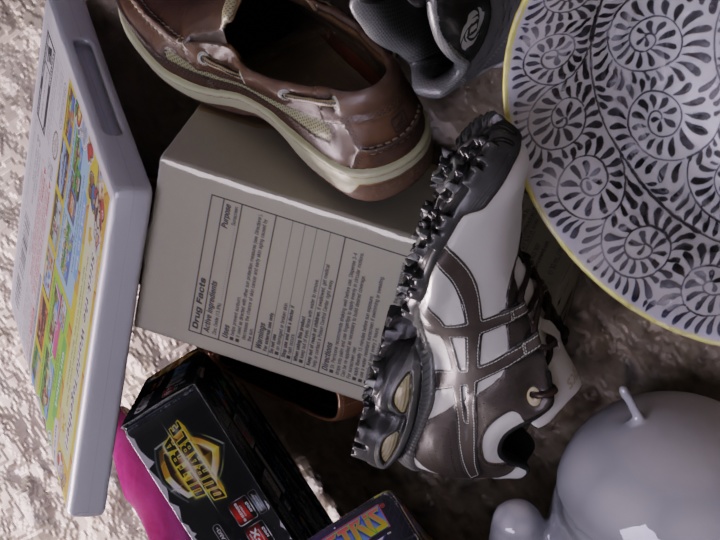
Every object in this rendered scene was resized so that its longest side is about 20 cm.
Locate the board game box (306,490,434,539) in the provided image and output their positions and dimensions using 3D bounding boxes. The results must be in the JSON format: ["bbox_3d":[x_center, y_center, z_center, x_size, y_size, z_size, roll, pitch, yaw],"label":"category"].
[{"bbox_3d":[0.057,0.213,1.383,0.166,0.057,0.200,57,-178,30],"label":"board game box"}]

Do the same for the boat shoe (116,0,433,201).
[{"bbox_3d":[-0.044,-0.113,1.353,0.202,0.075,0.075,32,154,34],"label":"boat shoe"}]

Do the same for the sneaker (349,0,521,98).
[{"bbox_3d":[0.038,-0.167,1.262,0.075,0.115,0.201,8,119,31],"label":"sneaker"}]

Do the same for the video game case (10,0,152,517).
[{"bbox_3d":[-0.144,-0.009,1.464,0.182,0.023,0.201,-114,29,-50],"label":"video game case"}]

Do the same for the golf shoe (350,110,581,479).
[{"bbox_3d":[0.060,0.015,1.284,0.094,0.078,0.200,18,134,2],"label":"golf shoe"}]

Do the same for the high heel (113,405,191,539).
[{"bbox_3d":[-0.107,0.170,1.536,0.096,0.067,0.200,-38,67,9],"label":"high heel"}]

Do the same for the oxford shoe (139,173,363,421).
[{"bbox_3d":[-0.070,0.012,1.469,0.200,0.071,0.072,29,130,22],"label":"oxford shoe"}]

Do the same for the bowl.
[{"bbox_3d":[0.170,-0.076,1.235,0.200,0.094,0.202,17,124,27],"label":"bowl"}]

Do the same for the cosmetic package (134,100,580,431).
[{"bbox_3d":[0.000,0.000,1.380,0.199,0.071,0.106,19,124,8],"label":"cosmetic package"}]

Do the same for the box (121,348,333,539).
[{"bbox_3d":[-0.044,0.138,1.465,0.046,0.159,0.200,-32,96,4],"label":"box"}]

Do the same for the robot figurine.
[{"bbox_3d":[0.141,0.140,1.361,0.169,0.113,0.201,0,124,-11],"label":"robot figurine"}]
